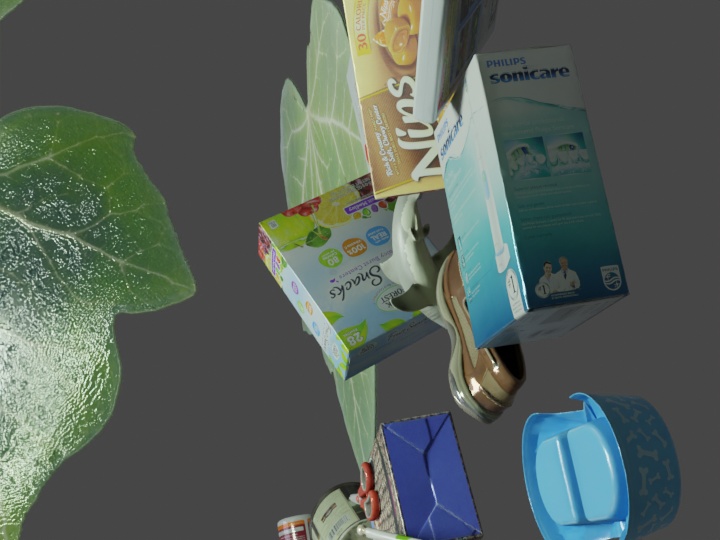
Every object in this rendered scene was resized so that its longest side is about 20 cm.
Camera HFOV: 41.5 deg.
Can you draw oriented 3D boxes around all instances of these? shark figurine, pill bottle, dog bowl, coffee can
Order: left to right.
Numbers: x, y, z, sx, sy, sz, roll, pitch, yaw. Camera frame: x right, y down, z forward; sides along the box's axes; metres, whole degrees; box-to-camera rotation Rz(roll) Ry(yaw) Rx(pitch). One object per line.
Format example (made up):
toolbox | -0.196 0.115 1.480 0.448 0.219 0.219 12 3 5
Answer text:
pill bottle | -0.165 0.795 2.661 0.113 0.110 0.204 110 151 -66
coffee can | 0.003 0.444 1.540 0.200 0.143 0.150 -163 67 -77
shark figurine | 0.051 -0.031 1.016 0.089 0.126 0.220 -10 90 55
dog bowl | 0.181 0.155 0.728 0.200 0.048 0.114 115 146 -70

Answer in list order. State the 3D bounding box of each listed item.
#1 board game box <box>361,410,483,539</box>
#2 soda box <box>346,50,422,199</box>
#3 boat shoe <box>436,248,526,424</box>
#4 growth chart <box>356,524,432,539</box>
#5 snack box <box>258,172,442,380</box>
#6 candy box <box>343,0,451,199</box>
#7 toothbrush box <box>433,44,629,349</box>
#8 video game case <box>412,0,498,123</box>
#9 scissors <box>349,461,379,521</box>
board game box | 0.073 0.301 1.226 0.201 0.095 0.162 102 158 -58
soda box | 0.033 -0.190 1.211 0.068 0.062 0.204 105 154 -62
boat shoe | 0.125 0.050 0.923 0.072 0.075 0.203 -42 38 35
growth chart | 0.073 0.364 1.117 0.143 0.018 0.201 3 137 44
snack box | 0.000 0.000 1.097 0.201 0.167 0.068 52 155 26
candy box | 0.057 -0.179 0.918 0.055 0.113 0.205 -35 -63 -70
toothbrush box | 0.129 -0.054 0.765 0.147 0.083 0.204 116 144 -72
video game case | 0.087 -0.250 0.763 0.183 0.023 0.203 -57 -22 -46
scissors | 0.001 0.322 1.314 0.201 0.014 0.075 108 151 -61
